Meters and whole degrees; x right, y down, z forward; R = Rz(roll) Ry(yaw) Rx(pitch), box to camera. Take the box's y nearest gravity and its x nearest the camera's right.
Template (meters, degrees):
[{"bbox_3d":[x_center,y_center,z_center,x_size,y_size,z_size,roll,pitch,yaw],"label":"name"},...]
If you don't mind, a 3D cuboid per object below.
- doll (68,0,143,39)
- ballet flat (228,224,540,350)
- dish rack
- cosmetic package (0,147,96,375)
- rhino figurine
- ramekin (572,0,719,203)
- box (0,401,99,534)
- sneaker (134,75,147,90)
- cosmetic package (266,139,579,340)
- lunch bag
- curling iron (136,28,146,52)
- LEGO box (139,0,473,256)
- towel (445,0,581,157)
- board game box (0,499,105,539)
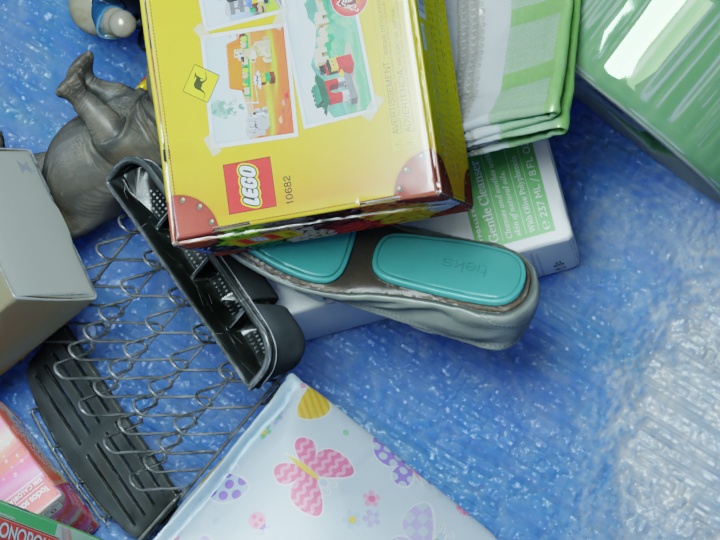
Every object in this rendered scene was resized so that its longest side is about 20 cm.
[{"bbox_3d":[-0.094,-0.170,1.667,0.199,0.136,0.049,-14,104,42],"label":"doll"},{"bbox_3d":[0.000,0.000,1.591,0.199,0.064,0.068,17,59,6],"label":"ballet flat"},{"bbox_3d":[-0.124,0.051,1.639,0.200,0.054,0.154,-50,64,31],"label":"dish rack"},{"bbox_3d":[-0.254,0.024,1.654,0.200,0.071,0.106,-39,69,30],"label":"cosmetic package"},{"bbox_3d":[-0.139,-0.082,1.655,0.200,0.060,0.087,-31,108,35],"label":"rhino figurine"},{"bbox_3d":[0.171,-0.126,1.617,0.200,0.200,0.098,40,92,16],"label":"ramekin"},{"bbox_3d":[-0.261,0.166,1.652,0.200,0.103,0.095,-39,73,-4],"label":"box"},{"bbox_3d":[-0.036,-0.104,1.694,0.199,0.077,0.073,-13,102,10],"label":"sneaker"},{"bbox_3d":[0.017,-0.032,1.670,0.199,0.085,0.108,-16,77,3],"label":"cosmetic package"},{"bbox_3d":[-0.040,0.190,1.594,0.169,0.127,0.200,37,73,8],"label":"lunch bag"},{"bbox_3d":[-0.038,-0.150,1.738,0.199,0.026,0.050,-1,78,8],"label":"curling iron"},{"bbox_3d":[-0.032,-0.120,1.519,0.148,0.077,0.201,-9,84,15],"label":"LEGO box"},{"bbox_3d":[0.034,-0.127,1.586,0.199,0.031,0.150,-12,63,38],"label":"towel"},{"bbox_3d":[-0.180,0.205,1.580,0.029,0.200,0.135,3,74,32],"label":"board game box"}]
